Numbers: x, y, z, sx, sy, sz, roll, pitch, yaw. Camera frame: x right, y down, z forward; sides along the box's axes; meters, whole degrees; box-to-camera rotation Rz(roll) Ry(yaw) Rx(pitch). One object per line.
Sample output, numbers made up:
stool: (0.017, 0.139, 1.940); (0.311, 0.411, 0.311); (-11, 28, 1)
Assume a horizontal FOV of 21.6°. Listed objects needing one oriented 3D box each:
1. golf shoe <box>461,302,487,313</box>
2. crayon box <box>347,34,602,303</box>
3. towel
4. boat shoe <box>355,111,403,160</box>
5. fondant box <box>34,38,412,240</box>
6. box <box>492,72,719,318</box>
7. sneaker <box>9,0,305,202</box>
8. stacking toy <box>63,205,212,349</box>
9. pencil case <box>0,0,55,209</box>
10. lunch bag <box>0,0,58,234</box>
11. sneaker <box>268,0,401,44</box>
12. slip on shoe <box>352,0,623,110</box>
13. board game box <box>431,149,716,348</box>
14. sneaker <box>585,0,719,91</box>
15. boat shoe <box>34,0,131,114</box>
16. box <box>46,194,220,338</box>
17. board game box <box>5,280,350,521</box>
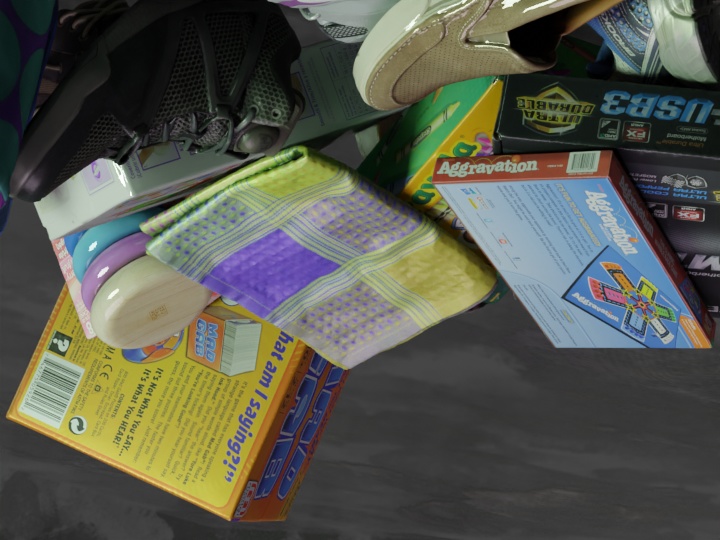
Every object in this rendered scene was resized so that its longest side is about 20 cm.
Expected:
golf shoe: (0.000, 0.000, 1.298); (0.092, 0.073, 0.200); (-6, 168, 45)
crayon box: (0.081, -0.065, 1.167); (0.119, 0.058, 0.200); (14, 141, -24)
towel: (-0.021, -0.004, 1.172); (0.143, 0.023, 0.200); (-26, 140, 29)
boat shoe: (0.034, -0.068, 1.300); (0.069, 0.071, 0.200); (0, 164, 26)
fondant box: (-0.089, -0.084, 1.157); (0.200, 0.058, 0.144); (-22, -179, -29)
box: (0.181, -0.034, 1.071); (0.200, 0.050, 0.199); (7, 153, 11)
sneaker: (-0.102, -0.086, 1.022); (0.114, 0.199, 0.076); (46, 146, -6)
stacking toy: (-0.175, -0.047, 1.253); (0.085, 0.200, 0.085); (-24, 150, -15)
pencil case: (-0.201, -0.131, 0.955); (0.092, 0.200, 0.085); (-2, 159, 36)
lunch bag: (-0.273, -0.108, 1.087); (0.132, 0.200, 0.136); (7, 163, 17)
sneaker: (-0.037, -0.158, 0.998); (0.200, 0.078, 0.140); (5, 164, 16)
slip on shoe: (0.073, -0.125, 0.955); (0.200, 0.061, 0.076); (-34, 164, 37)
board game box: (0.125, -0.008, 1.072); (0.103, 0.019, 0.200); (0, 152, 28)
sneaker: (0.175, -0.115, 1.057); (0.085, 0.077, 0.200); (7, 156, 26)
boat shoe: (-0.163, -0.130, 1.157); (0.074, 0.073, 0.200); (-22, -174, -33)
box: (-0.127, -0.034, 1.338); (0.103, 0.095, 0.200); (-13, 167, -39)
board game box: (-0.129, 0.073, 1.532); (0.200, 0.200, 0.200); (23, 177, 12)
